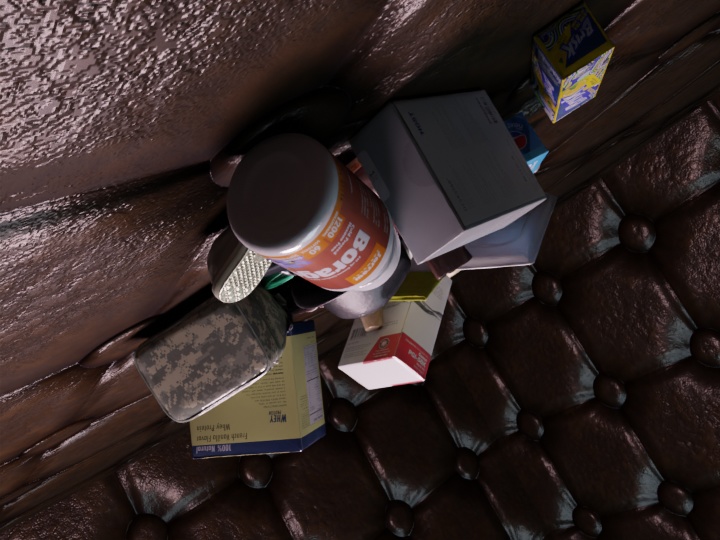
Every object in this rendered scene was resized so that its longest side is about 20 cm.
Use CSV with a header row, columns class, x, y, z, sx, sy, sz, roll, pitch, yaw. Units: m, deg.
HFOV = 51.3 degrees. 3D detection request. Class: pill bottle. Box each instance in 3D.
class,x,y,z,sx,sy,sz,roll,pitch,yaw
pill bottle,-0.033,-0.044,0.732,0.111,0.113,0.200,-33,154,13

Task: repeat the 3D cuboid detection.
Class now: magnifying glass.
class,x,y,z,sx,sy,sz,roll,pitch,yaw
magnifying glass,-0.072,-0.028,1.166,0.199,0.023,0.079,-35,171,14

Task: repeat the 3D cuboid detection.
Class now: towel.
class,x,y,z,sx,sy,sz,roll,pitch,yaw
towel,0.109,-0.015,1.142,0.085,0.018,0.200,-4,-150,39

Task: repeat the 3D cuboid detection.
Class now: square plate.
class,x,y,z,sx,sy,sz,roll,pitch,yaw
square plate,0.184,-0.065,1.137,0.195,0.029,0.201,-5,-149,29

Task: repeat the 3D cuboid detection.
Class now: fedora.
class,x,y,z,sx,sy,sz,roll,pitch,yaw
fedora,0.000,0.000,1.065,0.199,0.092,0.202,-29,-149,19

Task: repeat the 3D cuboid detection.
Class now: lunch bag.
class,x,y,z,sx,sy,sz,roll,pitch,yaw
lunch bag,-0.208,0.110,1.120,0.198,0.140,0.168,-33,-173,12

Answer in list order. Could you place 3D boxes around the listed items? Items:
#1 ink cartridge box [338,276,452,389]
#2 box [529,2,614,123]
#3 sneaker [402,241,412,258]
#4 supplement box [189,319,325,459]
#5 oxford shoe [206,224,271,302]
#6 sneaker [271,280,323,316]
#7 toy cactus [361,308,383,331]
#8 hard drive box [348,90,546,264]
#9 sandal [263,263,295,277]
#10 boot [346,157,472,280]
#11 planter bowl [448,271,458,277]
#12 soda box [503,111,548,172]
class,x,y,z,sx,sy,sz,roll,pitch,yaw
ink cartridge box,0.062,0.090,1.285,0.146,0.083,0.202,-18,-137,47
box,0.254,-0.247,0.920,0.069,0.065,0.200,-32,172,9
sneaker,0.079,-0.036,1.218,0.083,0.074,0.201,3,-150,10
supplement box,-0.177,0.197,1.265,0.196,0.204,0.134,-7,177,14
oxford shoe,-0.104,-0.054,0.808,0.201,0.058,0.075,-50,147,17
sneaker,-0.114,0.050,1.296,0.114,0.077,0.200,-24,170,-25
toy cactus,-0.001,0.017,1.242,0.100,0.168,0.200,-7,161,-12
hard drive box,0.105,-0.113,0.848,0.077,0.157,0.199,-35,170,40
sandal,-0.096,-0.024,0.949,0.198,0.077,0.043,-6,155,-47
boot,0.061,-0.067,0.913,0.072,0.168,0.199,-35,171,30
planter bowl,0.121,-0.038,1.406,0.198,0.136,0.200,-30,172,-5
soda box,0.184,-0.128,1.024,0.067,0.065,0.200,-28,165,-13
